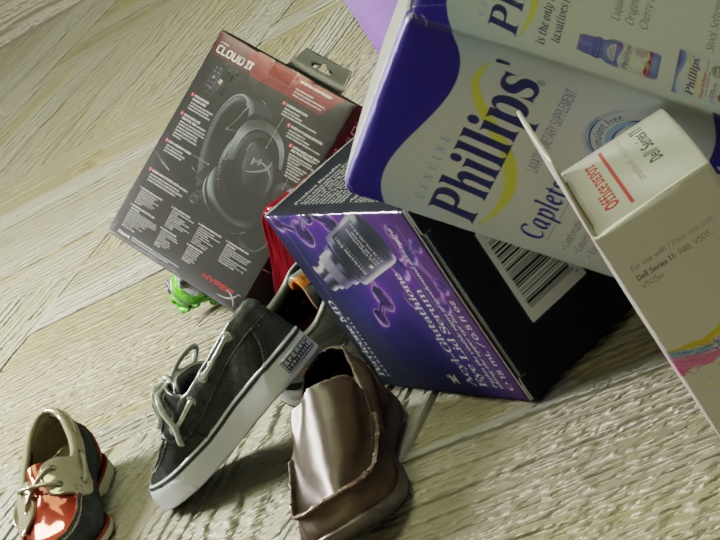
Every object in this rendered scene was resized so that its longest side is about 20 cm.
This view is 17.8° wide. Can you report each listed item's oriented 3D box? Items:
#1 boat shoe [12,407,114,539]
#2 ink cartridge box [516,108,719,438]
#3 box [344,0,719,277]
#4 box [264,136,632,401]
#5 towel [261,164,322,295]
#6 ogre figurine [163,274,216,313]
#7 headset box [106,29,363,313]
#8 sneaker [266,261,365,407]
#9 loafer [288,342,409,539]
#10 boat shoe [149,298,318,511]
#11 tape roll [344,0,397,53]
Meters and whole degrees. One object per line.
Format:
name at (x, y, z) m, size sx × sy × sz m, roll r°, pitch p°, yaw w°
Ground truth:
boat shoe at (-0.216, 0.160, 1.637) m, size 0.071 × 0.063 × 0.200 m, roll -30°, pitch 18°, yaw 9°
ink cartridge box at (0.160, -0.003, 1.120) m, size 0.067 × 0.200 × 0.117 m, roll -33°, pitch 17°, yaw 6°
box at (0.109, -0.097, 1.251) m, size 0.184 × 0.199 × 0.105 m, roll 112°, pitch 175°, yaw -60°
box at (0.054, -0.010, 1.441) m, size 0.104 × 0.148 × 0.200 m, roll -42°, pitch 17°, yaw -21°
towel at (0.009, -0.056, 1.699) m, size 0.200 × 0.145 × 0.022 m, roll -40°, pitch 59°, yaw -21°
ogre figurine at (-0.079, -0.033, 1.866) m, size 0.199 × 0.099 × 0.120 m, roll -17°, pitch 1°, yaw 7°
headset box at (-0.077, -0.075, 1.750) m, size 0.149 × 0.077 × 0.201 m, roll 30°, pitch 90°, yaw 32°
sneaker at (0.000, 0.000, 1.561) m, size 0.200 × 0.079 × 0.074 m, roll -51°, pitch 47°, yaw -7°
loafer at (-0.019, 0.106, 1.391) m, size 0.073 × 0.071 × 0.200 m, roll -32°, pitch 17°, yaw 10°
boat shoe at (-0.102, 0.087, 1.514) m, size 0.074 × 0.068 × 0.199 m, roll -50°, pitch 1°, yaw -40°
tape roll at (0.079, -0.306, 2.320) m, size 0.200 × 0.085 × 0.200 m, roll -32°, pitch 16°, yaw 11°
